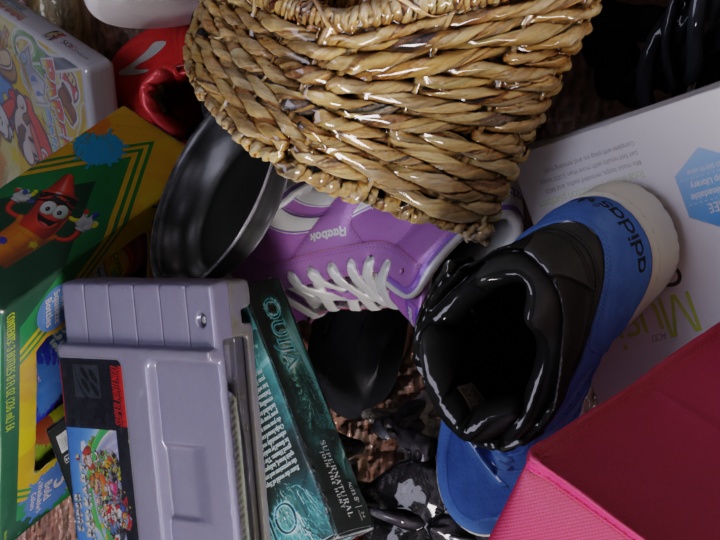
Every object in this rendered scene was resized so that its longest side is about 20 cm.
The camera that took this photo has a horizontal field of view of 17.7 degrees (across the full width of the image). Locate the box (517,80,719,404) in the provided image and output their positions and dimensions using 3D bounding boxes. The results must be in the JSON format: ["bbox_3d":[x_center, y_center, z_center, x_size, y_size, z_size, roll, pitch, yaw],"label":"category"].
[{"bbox_3d":[0.157,0.023,0.996,0.144,0.036,0.201,-17,96,46],"label":"box"}]

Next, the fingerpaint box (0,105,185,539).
[{"bbox_3d":[-0.168,0.035,1.304,0.073,0.167,0.201,33,138,22],"label":"fingerpaint box"}]

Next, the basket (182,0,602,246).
[{"bbox_3d":[0.008,-0.130,1.043,0.150,0.142,0.200,-64,22,19],"label":"basket"}]

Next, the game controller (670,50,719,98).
[{"bbox_3d":[0.178,-0.078,1.024,0.104,0.042,0.201,49,129,57],"label":"game controller"}]

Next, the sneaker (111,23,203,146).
[{"bbox_3d":[-0.096,-0.105,1.325,0.200,0.085,0.078,18,105,50],"label":"sneaker"}]

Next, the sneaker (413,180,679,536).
[{"bbox_3d":[0.057,0.054,1.000,0.077,0.111,0.200,45,132,20],"label":"sneaker"}]

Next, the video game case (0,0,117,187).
[{"bbox_3d":[-0.199,-0.068,1.459,0.182,0.023,0.201,34,135,46],"label":"video game case"}]

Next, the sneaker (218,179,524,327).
[{"bbox_3d":[0.000,0.000,1.166,0.200,0.072,0.115,-37,45,30],"label":"sneaker"}]

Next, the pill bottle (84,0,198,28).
[{"bbox_3d":[-0.122,-0.251,1.330,0.113,0.113,0.201,-29,68,48],"label":"pill bottle"}]

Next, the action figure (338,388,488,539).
[{"bbox_3d":[0.017,0.116,1.179,0.199,0.102,0.120,17,98,43],"label":"action figure"}]

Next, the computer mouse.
[{"bbox_3d":[0.000,-0.017,1.247,0.058,0.034,0.201,16,103,51],"label":"computer mouse"}]

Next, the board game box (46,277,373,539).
[{"bbox_3d":[-0.083,0.106,1.192,0.200,0.028,0.136,-34,72,45],"label":"board game box"}]

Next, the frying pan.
[{"bbox_3d":[-0.081,-0.057,1.218,0.115,0.031,0.190,-57,28,13],"label":"frying pan"}]

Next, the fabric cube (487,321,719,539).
[{"bbox_3d":[0.146,0.168,0.896,0.196,0.200,0.200,35,121,21],"label":"fabric cube"}]

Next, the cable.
[{"bbox_3d":[0.135,-0.166,1.023,0.200,0.051,0.164,-48,43,51],"label":"cable"}]

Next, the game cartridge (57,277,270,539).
[{"bbox_3d":[-0.099,0.104,1.165,0.129,0.038,0.201,-1,97,43],"label":"game cartridge"}]
